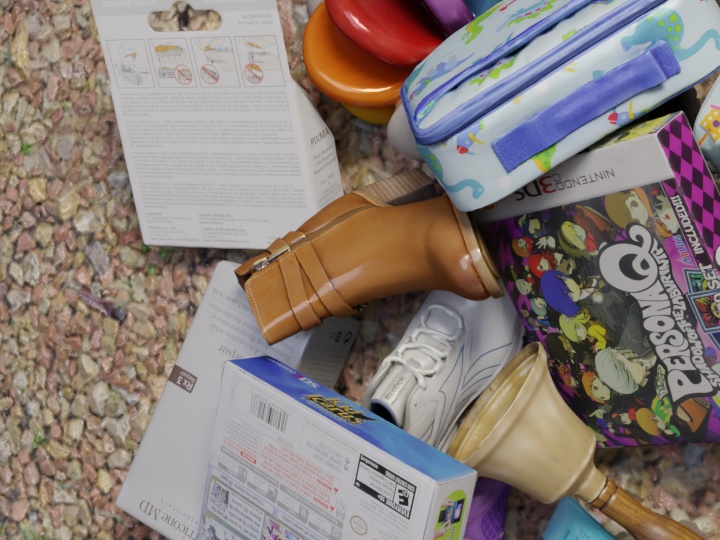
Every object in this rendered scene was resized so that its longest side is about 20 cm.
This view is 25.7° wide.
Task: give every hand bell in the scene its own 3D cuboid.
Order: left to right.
[{"bbox_3d":[0.159,0.148,1.011,0.199,0.104,0.104,38,101,-4],"label":"hand bell"}]

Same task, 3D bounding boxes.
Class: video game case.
[{"bbox_3d":[-0.025,0.176,1.030,0.199,0.045,0.183,26,111,40],"label":"video game case"},{"bbox_3d":[0.166,0.015,0.978,0.181,0.036,0.201,-11,108,54],"label":"video game case"}]

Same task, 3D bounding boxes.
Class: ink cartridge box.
[{"bbox_3d":[-0.102,-0.113,1.157,0.161,0.057,0.202,3,112,27],"label":"ink cartridge box"}]

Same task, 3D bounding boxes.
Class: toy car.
[{"bbox_3d":[0.044,-0.189,1.091,0.200,0.150,0.176,-41,68,15],"label":"toy car"}]

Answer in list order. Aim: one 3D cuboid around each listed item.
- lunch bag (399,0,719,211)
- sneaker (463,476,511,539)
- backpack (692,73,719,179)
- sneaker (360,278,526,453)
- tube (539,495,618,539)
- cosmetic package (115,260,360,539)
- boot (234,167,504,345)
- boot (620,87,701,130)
[{"bbox_3d":[0.123,-0.126,0.969,0.199,0.161,0.083,-31,110,13],"label":"lunch bag"},{"bbox_3d":[0.075,0.225,1.066,0.088,0.080,0.202,21,97,20],"label":"sneaker"},{"bbox_3d":[0.302,-0.086,0.925,0.153,0.199,0.177,26,86,46],"label":"backpack"},{"bbox_3d":[0.050,0.072,1.089,0.074,0.087,0.202,27,94,28],"label":"sneaker"},{"bbox_3d":[0.190,0.232,1.024,0.199,0.050,0.078,35,101,30],"label":"tube"},{"bbox_3d":[-0.090,0.105,1.160,0.101,0.074,0.202,25,93,27],"label":"cosmetic package"},{"bbox_3d":[0.000,0.000,1.042,0.154,0.077,0.200,-27,29,-7],"label":"boot"},{"bbox_3d":[0.177,-0.029,1.059,0.131,0.070,0.202,-18,65,26],"label":"boot"}]
